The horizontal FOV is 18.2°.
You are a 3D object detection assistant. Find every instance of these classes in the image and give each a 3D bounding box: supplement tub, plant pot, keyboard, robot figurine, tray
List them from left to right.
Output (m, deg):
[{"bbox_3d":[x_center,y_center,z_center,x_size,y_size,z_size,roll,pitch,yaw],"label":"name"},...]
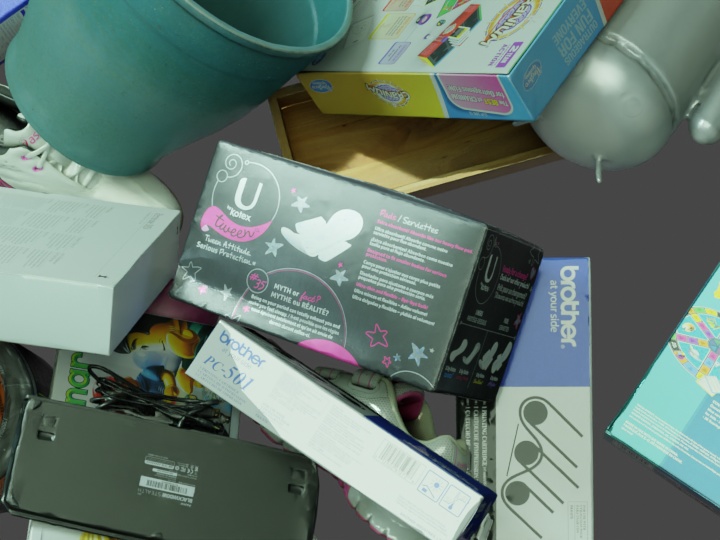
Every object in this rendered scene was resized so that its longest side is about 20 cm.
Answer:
[{"bbox_3d":[-0.267,0.097,1.506,0.122,0.200,0.123,-1,80,4],"label":"supplement tub"},{"bbox_3d":[-0.140,-0.169,1.534,0.188,0.200,0.200,-43,78,33],"label":"plant pot"},{"bbox_3d":[-0.123,0.126,1.436,0.200,0.040,0.104,14,77,-12],"label":"keyboard"},{"bbox_3d":[0.042,-0.103,1.601,0.200,0.037,0.099,-15,79,1],"label":"tray"},{"bbox_3d":[0.185,-0.148,1.543,0.169,0.113,0.200,29,62,17],"label":"robot figurine"}]

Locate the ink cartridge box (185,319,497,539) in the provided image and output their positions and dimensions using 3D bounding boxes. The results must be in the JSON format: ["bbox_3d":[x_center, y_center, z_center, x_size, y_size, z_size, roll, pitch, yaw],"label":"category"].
[{"bbox_3d":[-0.010,0.105,1.428,0.200,0.094,0.044,34,91,10],"label":"ink cartridge box"}]

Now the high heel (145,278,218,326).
[{"bbox_3d":[-0.199,0.012,1.582,0.200,0.067,0.096,23,92,-7],"label":"high heel"}]

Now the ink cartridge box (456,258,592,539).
[{"bbox_3d":[0.112,0.093,1.550,0.094,0.044,0.200,0,80,4],"label":"ink cartridge box"}]

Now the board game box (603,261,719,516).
[{"bbox_3d":[0.285,0.073,1.547,0.151,0.047,0.200,34,84,9],"label":"board game box"}]

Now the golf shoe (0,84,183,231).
[{"bbox_3d":[-0.219,-0.073,1.587,0.200,0.092,0.073,28,80,6],"label":"golf shoe"}]

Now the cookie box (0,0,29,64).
[{"bbox_3d":[-0.295,-0.238,1.628,0.200,0.075,0.171,-37,79,-3],"label":"cookie box"}]

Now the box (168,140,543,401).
[{"bbox_3d":[0.000,0.000,1.490,0.200,0.132,0.115,20,91,22],"label":"box"}]

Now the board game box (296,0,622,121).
[{"bbox_3d":[0.073,-0.168,1.523,0.200,0.040,0.153,7,50,46],"label":"board game box"}]

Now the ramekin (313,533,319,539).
[{"bbox_3d":[-0.109,0.242,1.518,0.200,0.105,0.201,-1,81,4],"label":"ramekin"}]

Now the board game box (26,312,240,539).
[{"bbox_3d":[-0.145,0.119,1.468,0.126,0.035,0.200,10,55,-10],"label":"board game box"}]

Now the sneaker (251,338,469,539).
[{"bbox_3d":[0.000,0.102,1.527,0.200,0.081,0.088,39,98,24],"label":"sneaker"}]

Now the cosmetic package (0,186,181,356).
[{"bbox_3d":[-0.212,-0.004,1.478,0.151,0.200,0.052,6,106,7],"label":"cosmetic package"}]
